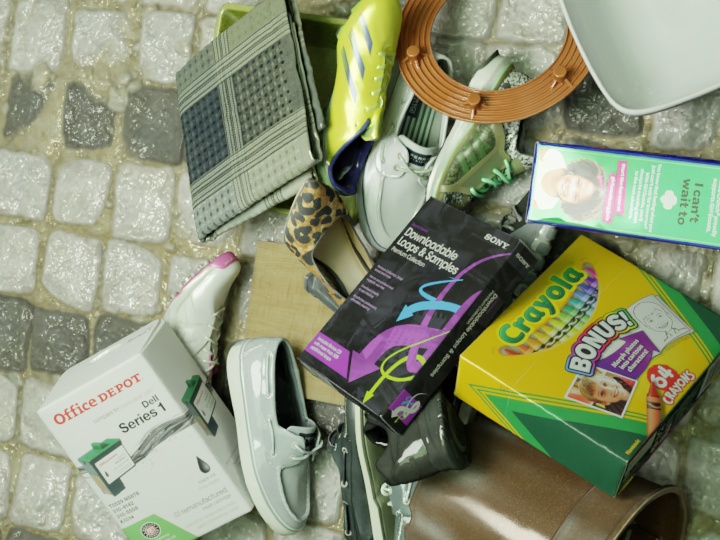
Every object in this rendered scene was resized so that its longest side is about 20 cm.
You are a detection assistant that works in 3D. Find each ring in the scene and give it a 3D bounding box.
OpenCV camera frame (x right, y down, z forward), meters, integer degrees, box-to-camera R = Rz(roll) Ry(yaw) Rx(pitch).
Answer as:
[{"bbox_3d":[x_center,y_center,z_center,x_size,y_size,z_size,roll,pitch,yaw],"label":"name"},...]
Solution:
[{"bbox_3d":[0.128,-0.227,1.521,0.199,0.019,0.202,-5,63,10],"label":"ring"}]

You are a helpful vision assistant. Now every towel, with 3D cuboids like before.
[{"bbox_3d":[-0.107,-0.150,1.588,0.199,0.034,0.194,-29,63,44],"label":"towel"}]

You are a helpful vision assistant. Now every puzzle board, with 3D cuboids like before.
[{"bbox_3d":[-0.025,0.058,1.638,0.198,0.017,0.152,9,92,25],"label":"puzzle board"}]

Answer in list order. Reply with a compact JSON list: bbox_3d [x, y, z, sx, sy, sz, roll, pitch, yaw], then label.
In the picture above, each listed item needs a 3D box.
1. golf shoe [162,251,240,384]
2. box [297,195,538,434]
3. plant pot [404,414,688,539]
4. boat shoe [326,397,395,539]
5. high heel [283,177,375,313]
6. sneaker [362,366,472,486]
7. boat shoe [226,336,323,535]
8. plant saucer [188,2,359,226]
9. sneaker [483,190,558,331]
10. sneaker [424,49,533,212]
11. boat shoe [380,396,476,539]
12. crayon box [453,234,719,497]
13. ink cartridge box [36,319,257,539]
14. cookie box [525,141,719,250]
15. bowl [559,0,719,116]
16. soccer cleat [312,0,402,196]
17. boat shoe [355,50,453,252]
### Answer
[{"bbox_3d":[-0.171,0.071,1.684,0.091,0.075,0.201,40,111,9],"label":"golf shoe"},{"bbox_3d":[0.049,0.035,1.455,0.200,0.036,0.143,-50,38,-9],"label":"box"},{"bbox_3d":[0.160,0.239,1.461,0.197,0.200,0.202,28,100,32],"label":"plant pot"},{"bbox_3d":[-0.001,0.179,1.587,0.066,0.074,0.201,0,109,33],"label":"boat shoe"},{"bbox_3d":[0.000,0.000,1.529,0.142,0.201,0.071,37,67,25],"label":"high heel"},{"bbox_3d":[0.044,0.115,1.467,0.090,0.201,0.076,-26,118,15],"label":"sneaker"},{"bbox_3d":[-0.078,0.164,1.619,0.071,0.070,0.203,-13,91,34],"label":"boat shoe"},{"bbox_3d":[-0.065,-0.157,1.643,0.198,0.048,0.202,12,94,25],"label":"plant saucer"},{"bbox_3d":[0.116,-0.020,1.524,0.115,0.075,0.201,22,99,3],"label":"sneaker"},{"bbox_3d":[0.123,-0.103,1.544,0.088,0.077,0.201,24,101,15],"label":"sneaker"},{"bbox_3d":[0.054,0.208,1.562,0.061,0.073,0.202,20,90,11],"label":"boat shoe"},{"bbox_3d":[0.209,0.079,1.432,0.172,0.200,0.059,32,141,22],"label":"crayon box"},{"bbox_3d":[-0.209,0.172,1.644,0.145,0.084,0.201,-29,104,22],"label":"ink cartridge box"},{"bbox_3d":[0.267,-0.064,1.418,0.198,0.171,0.076,8,95,25],"label":"cookie box"},{"bbox_3d":[0.284,-0.248,1.455,0.199,0.075,0.201,-23,80,13],"label":"bowl"},{"bbox_3d":[0.004,-0.164,1.527,0.084,0.064,0.201,41,119,41],"label":"soccer cleat"},{"bbox_3d":[0.044,-0.115,1.560,0.067,0.073,0.202,-162,79,-67],"label":"boat shoe"}]
